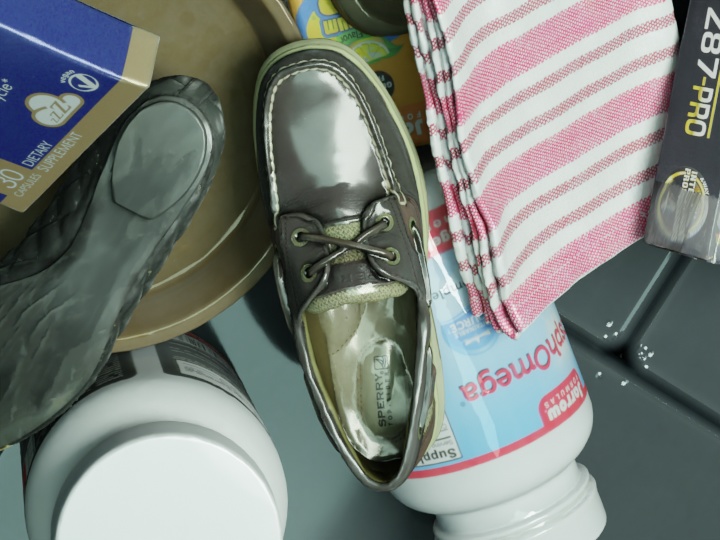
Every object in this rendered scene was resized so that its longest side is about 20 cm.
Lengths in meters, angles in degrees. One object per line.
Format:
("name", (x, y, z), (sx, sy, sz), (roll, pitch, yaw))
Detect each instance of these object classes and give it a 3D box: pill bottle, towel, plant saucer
("pill bottle", (0.046, 0.044, 1.072), (0.108, 0.109, 0.201), (-23, 103, -5))
("towel", (0.091, -0.085, 0.989), (0.146, 0.030, 0.201), (-34, 125, -30))
("plant saucer", (-0.116, -0.061, 0.978), (0.199, 0.029, 0.201), (-4, 110, -11))
("pill bottle", (-0.094, 0.096, 1.009), (0.115, 0.200, 0.116), (-1, 100, -9))

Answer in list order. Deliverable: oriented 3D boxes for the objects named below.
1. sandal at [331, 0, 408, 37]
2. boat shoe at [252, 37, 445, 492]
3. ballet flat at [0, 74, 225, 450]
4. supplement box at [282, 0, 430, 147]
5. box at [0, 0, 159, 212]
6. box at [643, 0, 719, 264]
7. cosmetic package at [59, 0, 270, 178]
("sandal", (0.067, -0.181, 1.000), (0.200, 0.054, 0.080), (-44, 103, -1))
("boat shoe", (0.000, 0.000, 0.970), (0.073, 0.065, 0.201), (-15, 108, 3))
("ballet flat", (-0.119, 0.003, 0.961), (0.066, 0.057, 0.200), (39, 104, -1))
("supplement box", (-0.011, -0.152, 1.051), (0.066, 0.069, 0.201), (-16, 103, -7))
("box", (-0.193, -0.094, 0.871), (0.200, 0.121, 0.032), (24, 56, -22))
("box", (0.229, -0.079, 1.069), (0.200, 0.049, 0.162), (6, 100, -41))
("cosmetic package", (-0.144, -0.098, 1.025), (0.199, 0.087, 0.104), (-14, 105, -8))
